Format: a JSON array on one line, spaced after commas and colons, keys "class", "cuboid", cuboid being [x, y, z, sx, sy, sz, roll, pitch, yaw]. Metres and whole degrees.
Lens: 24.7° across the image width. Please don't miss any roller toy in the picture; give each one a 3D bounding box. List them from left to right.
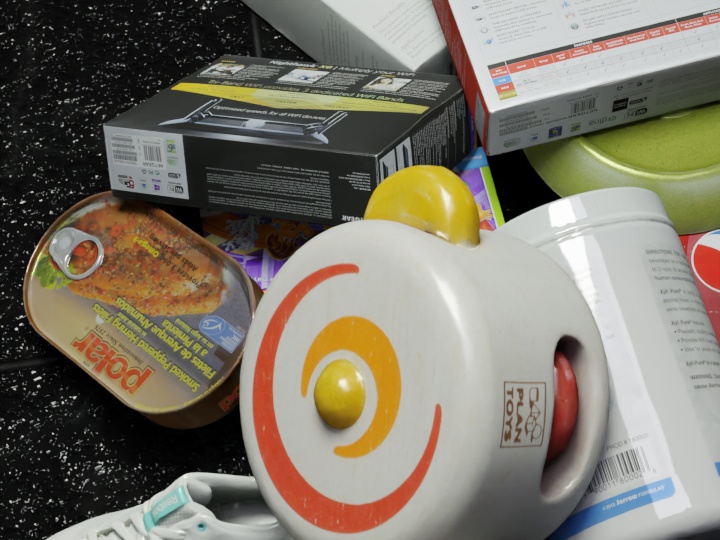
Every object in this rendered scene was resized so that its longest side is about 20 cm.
[{"class": "roller toy", "cuboid": [0.030, 0.065, 0.883, 0.139, 0.200, 0.183, 5, 45, -47]}]

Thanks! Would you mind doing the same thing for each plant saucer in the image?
[{"class": "plant saucer", "cuboid": [0.199, -0.117, 1.078, 0.197, 0.031, 0.202, -2, 60, 3]}]

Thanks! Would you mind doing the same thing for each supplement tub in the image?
[{"class": "supplement tub", "cuboid": [0.148, 0.069, 0.955, 0.130, 0.132, 0.202, -13, 70, -6]}]

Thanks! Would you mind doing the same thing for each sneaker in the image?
[{"class": "sneaker", "cuboid": [-0.114, 0.153, 0.960, 0.198, 0.089, 0.076, -14, 57, -7]}]

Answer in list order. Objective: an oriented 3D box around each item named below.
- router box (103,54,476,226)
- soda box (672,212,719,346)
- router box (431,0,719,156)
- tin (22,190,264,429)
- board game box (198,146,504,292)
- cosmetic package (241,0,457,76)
[{"class": "router box", "cuboid": [-0.043, -0.088, 1.077, 0.198, 0.053, 0.157, 9, 27, 25]}, {"class": "soda box", "cuboid": [0.232, -0.017, 1.073, 0.069, 0.064, 0.202, -2, 55, 3]}, {"class": "router box", "cuboid": [0.152, -0.181, 1.072, 0.198, 0.049, 0.181, -14, 60, -4]}, {"class": "tin", "cuboid": [-0.136, 0.025, 1.046, 0.199, 0.042, 0.112, 33, 78, 37]}, {"class": "board game box", "cuboid": [0.000, 0.000, 1.084, 0.198, 0.045, 0.136, -10, 56, -4]}, {"class": "cosmetic package", "cuboid": [0.009, -0.202, 1.201, 0.112, 0.082, 0.200, -37, 61, -21]}]
